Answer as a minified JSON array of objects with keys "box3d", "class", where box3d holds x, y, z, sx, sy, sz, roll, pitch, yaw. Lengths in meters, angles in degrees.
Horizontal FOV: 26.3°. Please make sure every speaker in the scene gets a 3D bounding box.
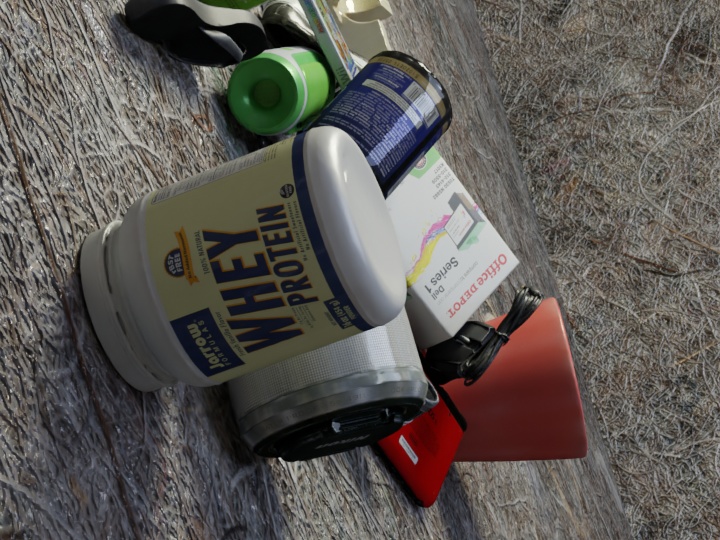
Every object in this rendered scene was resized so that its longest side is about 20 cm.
[{"box3d":[-0.080,-0.189,1.608,0.200,0.088,0.089,-46,115,-76],"class":"speaker"}]

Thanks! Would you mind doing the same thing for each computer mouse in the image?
[{"box3d":[0.130,0.063,1.712,0.046,0.141,0.200,42,-10,-5],"class":"computer mouse"}]

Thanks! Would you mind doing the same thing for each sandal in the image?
[{"box3d":[-0.149,-0.210,1.404,0.200,0.076,0.043,4,65,-64],"class":"sandal"}]

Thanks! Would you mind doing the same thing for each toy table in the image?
[{"box3d":[-0.039,-0.326,1.905,0.200,0.116,0.185,-21,91,-76],"class":"toy table"}]

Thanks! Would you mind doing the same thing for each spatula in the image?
[{"box3d":[-0.075,-0.111,1.656,0.200,0.020,0.057,30,41,-69],"class":"spatula"}]

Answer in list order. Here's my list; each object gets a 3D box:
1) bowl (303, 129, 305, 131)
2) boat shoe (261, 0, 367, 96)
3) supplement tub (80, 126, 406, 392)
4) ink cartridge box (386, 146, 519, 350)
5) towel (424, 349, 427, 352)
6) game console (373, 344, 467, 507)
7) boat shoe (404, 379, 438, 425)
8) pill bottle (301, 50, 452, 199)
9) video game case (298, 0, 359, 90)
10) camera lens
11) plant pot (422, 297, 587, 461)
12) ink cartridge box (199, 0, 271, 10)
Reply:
[{"box3d":[-0.012,-0.096,1.831,0.201,0.039,0.202,-20,90,-79],"class":"bowl"},{"box3d":[-0.044,-0.233,1.811,0.200,0.071,0.064,41,34,-20],"class":"boat shoe"},{"box3d":[-0.081,-0.003,1.088,0.145,0.198,0.146,-20,90,-77],"class":"supplement tub"},{"box3d":[0.062,-0.034,1.718,0.201,0.084,0.145,52,57,-10],"class":"ink cartridge box"},{"box3d":[0.056,-0.014,1.913,0.200,0.034,0.194,-105,-175,-75],"class":"towel"},{"box3d":[0.028,0.139,1.721,0.200,0.118,0.173,56,50,-44],"class":"game console"},{"box3d":[0.005,0.071,1.550,0.201,0.067,0.072,53,29,-15],"class":"boat shoe"},{"box3d":[-0.001,-0.125,1.595,0.200,0.111,0.112,-49,129,-26],"class":"pill bottle"},{"box3d":[-0.053,-0.296,1.699,0.201,0.018,0.143,64,7,-11],"class":"video game case"},{"box3d":[-0.041,0.046,1.269,0.160,0.159,0.202,31,41,-69],"class":"camera lens"},{"box3d":[0.173,0.148,1.887,0.200,0.176,0.202,-12,90,-87],"class":"plant pot"},{"box3d":[-0.131,-0.323,1.613,0.200,0.075,0.149,51,24,-54],"class":"ink cartridge box"}]
